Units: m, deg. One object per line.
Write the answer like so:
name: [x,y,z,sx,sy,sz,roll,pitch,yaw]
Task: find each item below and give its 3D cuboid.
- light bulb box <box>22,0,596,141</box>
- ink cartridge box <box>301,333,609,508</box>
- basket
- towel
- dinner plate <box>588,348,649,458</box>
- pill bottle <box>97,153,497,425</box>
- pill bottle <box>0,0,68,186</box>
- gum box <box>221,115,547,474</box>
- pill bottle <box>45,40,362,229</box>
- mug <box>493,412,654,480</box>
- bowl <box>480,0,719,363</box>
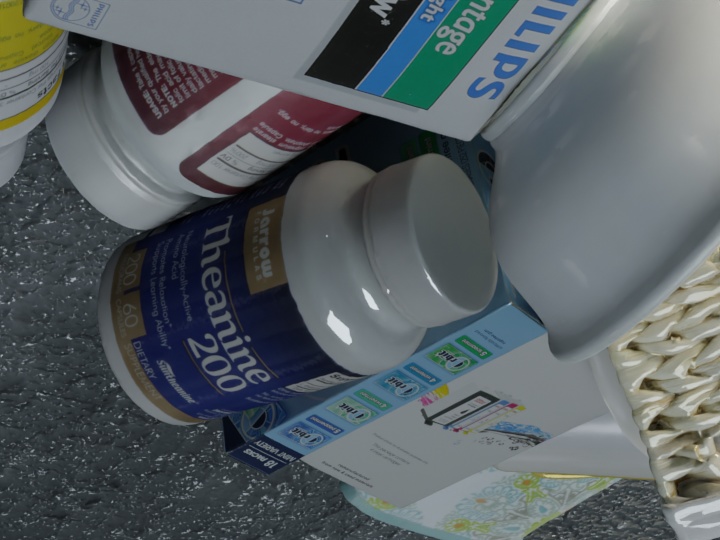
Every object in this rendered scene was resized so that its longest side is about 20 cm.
light bulb box: [-0.019,-0.183,0.595,0.198,0.200,0.125,13,141,-27]
ink cartridge box: [0.052,0.030,0.952,0.199,0.148,0.144,-30,140,25]
basket: [0.194,0.018,0.733,0.135,0.200,0.124,-23,103,20]
towel: [0.107,0.162,1.239,0.199,0.049,0.171,23,130,-38]
dinner plate: [0.187,0.017,0.923,0.024,0.202,0.200,-15,149,36]
pill bottle: [-0.033,0.008,0.790,0.199,0.112,0.111,-18,146,32]
pill bottle: [-0.191,-0.126,0.705,0.110,0.112,0.201,2,143,-17]
gum box: [0.000,0.000,0.877,0.199,0.171,0.044,-29,141,26]
pill bottle: [-0.058,-0.108,0.760,0.199,0.115,0.114,-30,140,27]
mug: [0.149,0.095,1.063,0.151,0.150,0.188,-6,112,8]
bowl: [0.114,-0.067,0.634,0.090,0.201,0.201,40,131,-3]
